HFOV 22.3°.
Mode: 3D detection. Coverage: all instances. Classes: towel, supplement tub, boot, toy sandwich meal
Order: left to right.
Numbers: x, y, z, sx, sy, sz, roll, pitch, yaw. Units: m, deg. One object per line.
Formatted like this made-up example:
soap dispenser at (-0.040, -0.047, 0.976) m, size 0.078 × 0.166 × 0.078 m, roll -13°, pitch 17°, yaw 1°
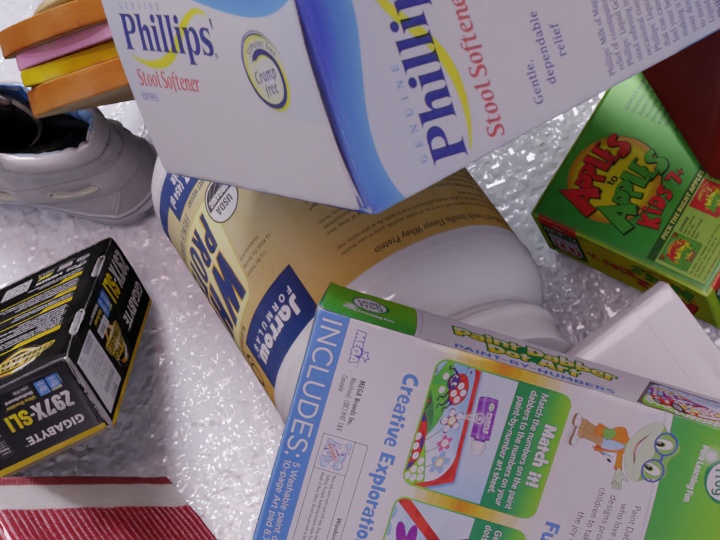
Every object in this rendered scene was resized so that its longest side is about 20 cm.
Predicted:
boot at (-0.211, -0.078, 1.029) m, size 0.199 × 0.096 × 0.074 m, roll 7°, pitch 71°, yaw 22°
towel at (-0.089, 0.175, 0.859) m, size 0.023 × 0.144 × 0.200 m, roll -51°, pitch 60°, yaw 19°
toy sandwich meal at (-0.082, -0.123, 0.958) m, size 0.204 × 0.205 × 0.071 m, roll -9°, pitch 87°, yaw 16°
supplement tub at (0.000, 0.000, 0.895) m, size 0.144 × 0.144 × 0.200 m, roll -36°, pitch 61°, yaw 2°

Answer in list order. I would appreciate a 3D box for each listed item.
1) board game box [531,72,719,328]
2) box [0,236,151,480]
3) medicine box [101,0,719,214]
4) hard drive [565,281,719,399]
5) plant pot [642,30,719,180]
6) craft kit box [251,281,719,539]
board game box at (0.182, -0.083, 0.919) m, size 0.101 × 0.048 × 0.201 m, roll 27°, pitch 79°, yaw 27°
box at (-0.212, 0.068, 0.943) m, size 0.199 × 0.049 × 0.160 m, roll -25°, pitch 21°, yaw 10°
medicine box at (0.019, -0.117, 0.775) m, size 0.199 × 0.103 × 0.182 m, roll -29°, pitch 21°, yaw -24°
hard drive at (0.100, 0.118, 0.843) m, size 0.200 × 0.027 × 0.132 m, roll -38°, pitch 95°, yaw 1°
plant pot at (0.199, -0.193, 0.821) m, size 0.199 × 0.176 × 0.201 m, roll -30°, pitch 73°, yaw -1°
craft kit box at (0.051, 0.128, 0.791) m, size 0.196 × 0.049 × 0.201 m, roll 18°, pitch 106°, yaw 3°
